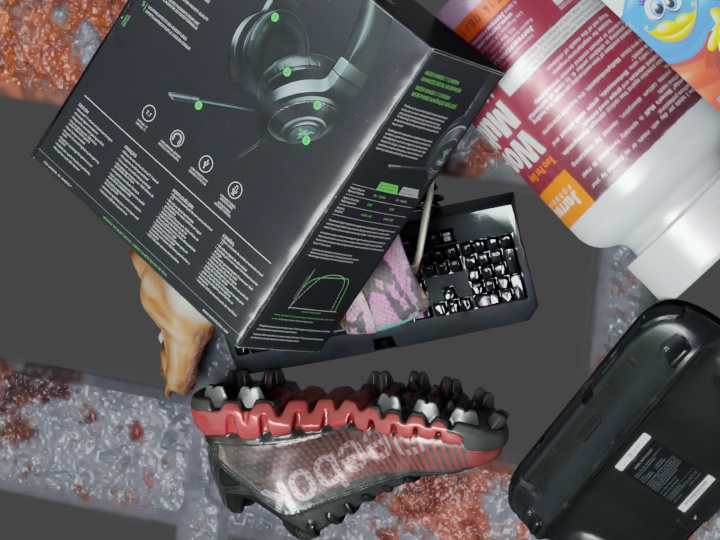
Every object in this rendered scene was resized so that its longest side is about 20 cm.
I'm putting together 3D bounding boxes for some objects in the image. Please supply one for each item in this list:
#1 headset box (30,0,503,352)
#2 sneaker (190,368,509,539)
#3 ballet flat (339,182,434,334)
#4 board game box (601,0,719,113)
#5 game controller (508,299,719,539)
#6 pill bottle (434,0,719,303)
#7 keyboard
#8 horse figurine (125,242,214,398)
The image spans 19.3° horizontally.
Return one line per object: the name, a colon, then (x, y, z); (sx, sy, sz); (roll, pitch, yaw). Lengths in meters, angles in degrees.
headset box: (-0.048, -0.089, 1.127); (0.174, 0.093, 0.201); (40, 105, 25)
sneaker: (-0.005, 0.112, 1.267); (0.198, 0.071, 0.099); (0, 100, 19)
ballet flat: (0.006, -0.061, 1.221); (0.070, 0.069, 0.202); (-7, 70, -5)
board game box: (0.163, -0.188, 1.114); (0.200, 0.105, 0.103); (41, 109, -13)
game controller: (0.164, 0.101, 1.198); (0.104, 0.042, 0.201); (27, 132, -7)
pill bottle: (0.132, -0.084, 1.168); (0.110, 0.110, 0.200); (-44, 85, 19)
keyboard: (0.000, 0.000, 1.262); (0.198, 0.040, 0.105); (-13, 97, 18)
horse figurine: (-0.089, -0.011, 1.247); (0.199, 0.050, 0.134); (-29, 70, 51)
